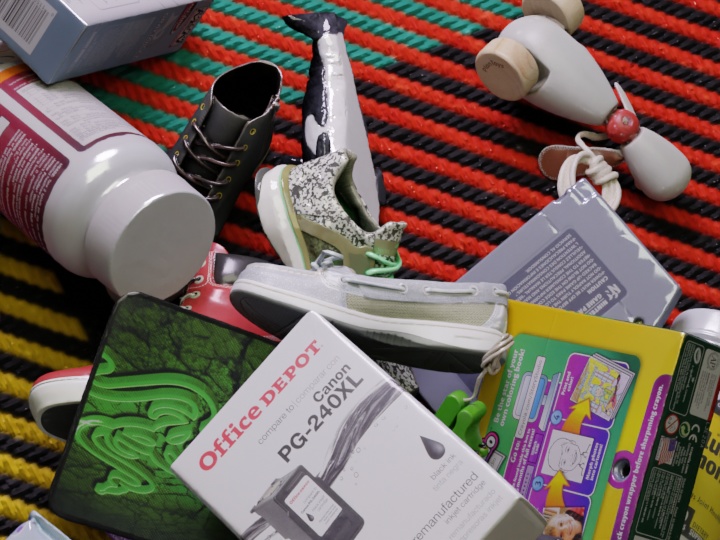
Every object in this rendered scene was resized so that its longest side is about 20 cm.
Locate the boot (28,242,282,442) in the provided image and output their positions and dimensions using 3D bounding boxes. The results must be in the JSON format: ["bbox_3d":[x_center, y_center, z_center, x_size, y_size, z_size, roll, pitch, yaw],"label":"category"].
[{"bbox_3d":[-0.141,0.048,1.608,0.200,0.072,0.144,-2,60,-19],"label":"boot"}]

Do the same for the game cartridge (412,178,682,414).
[{"bbox_3d":[0.132,0.044,1.685,0.200,0.041,0.133,-39,72,1],"label":"game cartridge"}]

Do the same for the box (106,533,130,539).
[{"bbox_3d":[-0.083,0.146,1.625,0.137,0.039,0.200,42,63,11],"label":"box"}]

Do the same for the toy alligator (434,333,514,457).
[{"bbox_3d":[0.061,0.129,1.590,0.054,0.200,0.059,45,28,10],"label":"toy alligator"}]

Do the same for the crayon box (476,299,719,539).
[{"bbox_3d":[0.149,0.132,1.575,0.058,0.172,0.200,21,83,-40],"label":"crayon box"}]

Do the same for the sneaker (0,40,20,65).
[{"bbox_3d":[-0.295,-0.143,1.705,0.200,0.075,0.087,-34,70,-25],"label":"sneaker"}]

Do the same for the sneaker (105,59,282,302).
[{"bbox_3d":[-0.126,-0.068,1.683,0.075,0.106,0.200,28,62,2],"label":"sneaker"}]

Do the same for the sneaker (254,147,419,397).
[{"bbox_3d":[0.000,0.000,1.641,0.200,0.089,0.077,62,27,1],"label":"sneaker"}]

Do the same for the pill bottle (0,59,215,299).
[{"bbox_3d":[-0.199,-0.063,1.623,0.109,0.110,0.200,-33,49,-24],"label":"pill bottle"}]

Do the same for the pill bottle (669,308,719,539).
[{"bbox_3d":[0.232,0.130,1.661,0.112,0.112,0.200,26,62,1],"label":"pill bottle"}]

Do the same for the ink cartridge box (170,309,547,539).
[{"bbox_3d":[-0.004,0.145,1.474,0.200,0.083,0.145,41,87,26],"label":"ink cartridge box"}]

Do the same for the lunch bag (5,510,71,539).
[{"bbox_3d":[-0.197,0.286,1.485,0.200,0.127,0.170,43,65,2],"label":"lunch bag"}]

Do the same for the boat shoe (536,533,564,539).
[{"bbox_3d":[0.065,0.204,1.545,0.063,0.200,0.073,18,72,-42],"label":"boat shoe"}]

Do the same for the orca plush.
[{"bbox_3d":[-0.038,-0.095,1.735,0.071,0.105,0.200,-14,91,22],"label":"orca plush"}]

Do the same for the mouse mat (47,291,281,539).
[{"bbox_3d":[-0.099,0.118,1.553,0.200,0.008,0.161,20,86,-19],"label":"mouse mat"}]

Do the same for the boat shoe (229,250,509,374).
[{"bbox_3d":[0.008,0.023,1.589,0.202,0.074,0.065,11,69,-12],"label":"boat shoe"}]

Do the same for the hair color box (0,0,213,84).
[{"bbox_3d":[-0.201,-0.204,1.700,0.099,0.061,0.200,43,26,10],"label":"hair color box"}]

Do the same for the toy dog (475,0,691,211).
[{"bbox_3d":[0.165,-0.128,1.802,0.132,0.096,0.200,-24,86,-25],"label":"toy dog"}]
